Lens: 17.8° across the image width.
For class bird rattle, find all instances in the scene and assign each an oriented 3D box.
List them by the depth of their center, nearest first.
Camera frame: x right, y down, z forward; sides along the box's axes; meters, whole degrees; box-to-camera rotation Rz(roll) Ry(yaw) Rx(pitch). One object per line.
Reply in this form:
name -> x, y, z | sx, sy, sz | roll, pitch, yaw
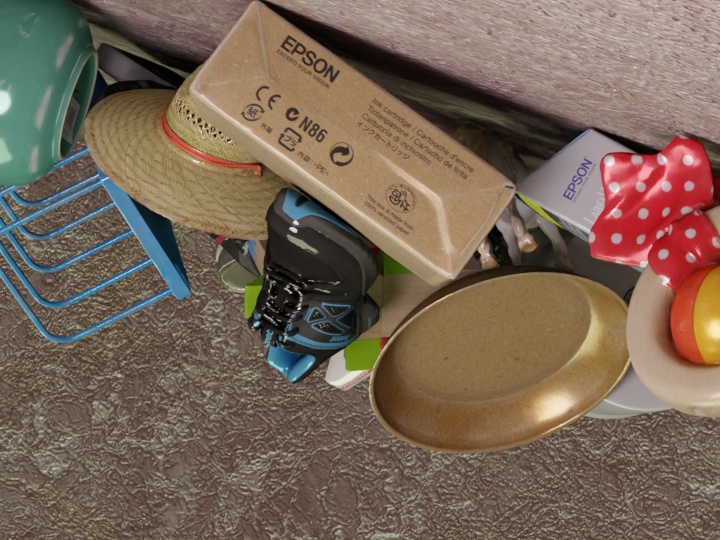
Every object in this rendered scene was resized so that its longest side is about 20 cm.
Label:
bird rattle -> 0.203, 0.002, 1.269 | 0.200, 0.163, 0.113 | 7, 153, 35

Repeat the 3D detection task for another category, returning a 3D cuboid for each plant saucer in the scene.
plant saucer -> 0.100, 0.057, 1.662 | 0.200, 0.200, 0.035 | 20, -142, -35

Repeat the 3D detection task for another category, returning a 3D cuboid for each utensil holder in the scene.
utensil holder -> 0.210, 0.033, 1.820 | 0.170, 0.170, 0.200 | 19, 176, 0

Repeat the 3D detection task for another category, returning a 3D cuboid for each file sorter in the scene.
file sorter -> -0.233, -0.061, 1.835 | 0.139, 0.123, 0.200 | 60, -175, -40

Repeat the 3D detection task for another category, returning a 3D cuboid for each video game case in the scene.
video game case -> -0.114, -0.121, 1.916 | 0.200, 0.023, 0.182 | 33, -175, 11

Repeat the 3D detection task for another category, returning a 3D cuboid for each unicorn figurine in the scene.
unicorn figurine -> 0.106, -0.048, 1.689 | 0.074, 0.138, 0.200 | -16, 152, -1

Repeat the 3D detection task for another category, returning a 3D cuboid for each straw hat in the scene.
straw hat -> -0.098, -0.114, 1.692 | 0.201, 0.085, 0.201 | 18, -148, -12

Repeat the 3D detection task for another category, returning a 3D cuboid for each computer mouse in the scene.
computer mouse -> -0.125, -0.119, 1.797 | 0.200, 0.034, 0.059 | -2, -140, -37

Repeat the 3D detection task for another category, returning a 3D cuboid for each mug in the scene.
mug -> -0.259, -0.150, 1.721 | 0.114, 0.152, 0.185 | 18, -138, 3

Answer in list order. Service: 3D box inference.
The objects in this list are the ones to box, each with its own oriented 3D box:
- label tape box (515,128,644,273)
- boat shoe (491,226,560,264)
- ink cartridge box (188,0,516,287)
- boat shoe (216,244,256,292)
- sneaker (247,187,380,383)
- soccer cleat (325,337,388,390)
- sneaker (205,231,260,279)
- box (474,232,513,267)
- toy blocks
label tape box -> 0.175, -0.040, 1.488 | 0.200, 0.066, 0.143 | 32, -178, 16
boat shoe -> 0.108, -0.004, 1.986 | 0.200, 0.076, 0.060 | -17, -169, -25
ink cartridge box -> -0.006, -0.076, 1.446 | 0.200, 0.075, 0.165 | 36, 179, -1
boat shoe -> -0.058, -0.009, 2.009 | 0.202, 0.060, 0.072 | -16, 142, 42
sneaker -> -0.035, 0.016, 1.539 | 0.073, 0.082, 0.200 | 38, 165, 23
soccer cleat -> -0.015, 0.011, 1.841 | 0.069, 0.085, 0.200 | 28, -152, -36
sneaker -> -0.103, -0.047, 1.812 | 0.200, 0.077, 0.084 | 32, -171, 18
box -> 0.024, -0.065, 1.890 | 0.200, 0.038, 0.137 | 38, -172, 29
toy blocks -> 0.000, 0.000, 1.716 | 0.200, 0.100, 0.137 | -4, -156, -13
